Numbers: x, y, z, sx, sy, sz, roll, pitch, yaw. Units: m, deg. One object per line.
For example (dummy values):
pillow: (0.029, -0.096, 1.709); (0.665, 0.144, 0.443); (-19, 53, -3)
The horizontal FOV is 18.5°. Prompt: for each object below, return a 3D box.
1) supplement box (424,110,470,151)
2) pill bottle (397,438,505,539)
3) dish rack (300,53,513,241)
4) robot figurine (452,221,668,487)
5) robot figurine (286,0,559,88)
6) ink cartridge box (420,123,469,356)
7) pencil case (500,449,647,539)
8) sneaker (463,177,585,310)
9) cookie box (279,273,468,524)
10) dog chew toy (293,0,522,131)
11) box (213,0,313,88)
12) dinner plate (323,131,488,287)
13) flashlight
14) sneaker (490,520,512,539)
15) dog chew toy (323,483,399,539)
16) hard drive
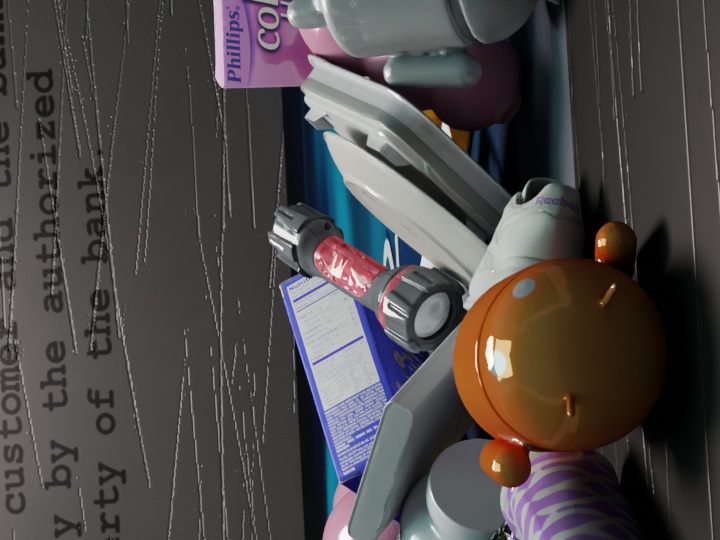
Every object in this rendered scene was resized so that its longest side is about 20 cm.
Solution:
supplement box: (0.047, -0.172, 1.994); (0.126, 0.073, 0.201); (96, 169, -48)
pill bottle: (0.083, 0.217, 1.699); (0.200, 0.111, 0.112); (96, 169, -52)
dish rack: (0.036, -0.085, 1.678); (0.044, 0.172, 0.200); (-50, 27, -5)
robot figurine: (0.119, 0.050, 1.327); (0.117, 0.143, 0.200); (64, 172, 1)
robot figurine: (0.045, -0.213, 1.578); (0.113, 0.199, 0.171); (-28, -69, -67)
ink cartridge box: (0.089, -0.006, 1.867); (0.163, 0.057, 0.201); (-102, 20, -54)
pencil case: (0.136, 0.183, 1.354); (0.086, 0.084, 0.200); (-54, 19, 16)
sneaker: (0.124, -0.007, 1.536); (0.200, 0.074, 0.100); (127, 159, -79)
cookie box: (0.021, 0.107, 1.882); (0.171, 0.075, 0.201); (41, -154, -54)
dog chew toy: (0.043, -0.182, 1.700); (0.200, 0.124, 0.125); (40, 152, 20)
box: (-0.048, -0.279, 2.219); (0.097, 0.199, 0.177); (-121, 30, -76)
dinner plate: (0.045, -0.035, 1.681); (0.024, 0.200, 0.200); (-50, 5, -5)
flashlight: (0.000, 0.000, 1.775); (0.200, 0.068, 0.068); (33, 115, 43)
sneaker: (0.112, 0.220, 1.556); (0.076, 0.090, 0.201); (-106, 16, -70)
dog chew toy: (0.027, 0.233, 2.097); (0.200, 0.124, 0.125); (-90, 1, -63)
hard drive: (0.057, 0.110, 1.703); (0.200, 0.027, 0.132); (-44, -24, -54)
